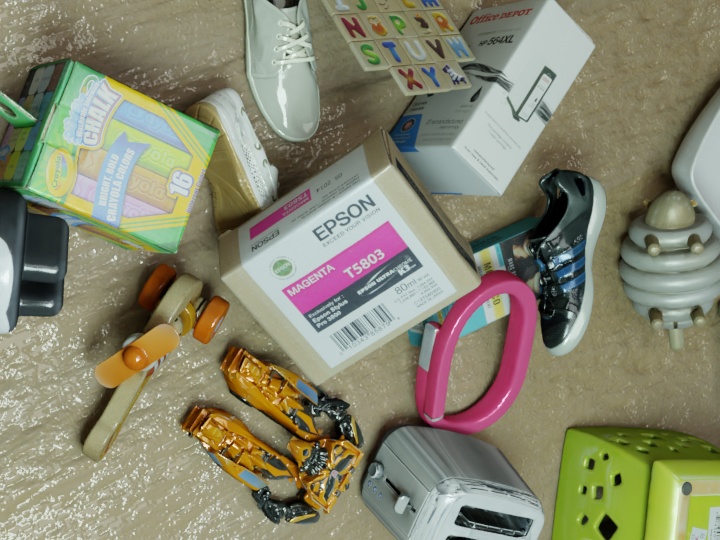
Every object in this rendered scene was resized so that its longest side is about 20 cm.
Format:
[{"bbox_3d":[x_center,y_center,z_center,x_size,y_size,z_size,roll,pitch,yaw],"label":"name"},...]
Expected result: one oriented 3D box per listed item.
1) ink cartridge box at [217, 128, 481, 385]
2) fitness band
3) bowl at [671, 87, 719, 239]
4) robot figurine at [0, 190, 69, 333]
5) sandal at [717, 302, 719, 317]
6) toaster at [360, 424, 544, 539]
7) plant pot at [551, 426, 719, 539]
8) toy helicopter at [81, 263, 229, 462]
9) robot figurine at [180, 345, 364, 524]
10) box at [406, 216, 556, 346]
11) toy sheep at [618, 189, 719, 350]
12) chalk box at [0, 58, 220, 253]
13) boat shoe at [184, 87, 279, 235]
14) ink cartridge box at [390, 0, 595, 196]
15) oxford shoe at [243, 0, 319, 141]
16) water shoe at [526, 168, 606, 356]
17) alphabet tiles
[{"bbox_3d":[-0.011,-0.009,1.300,0.199,0.075,0.165,-33,121,14],"label":"ink cartridge box"},{"bbox_3d":[0.127,0.093,1.474,0.142,0.037,0.202,-15,127,-33],"label":"fitness band"},{"bbox_3d":[0.473,-0.130,1.687,0.200,0.074,0.201,44,73,-26],"label":"bowl"},{"bbox_3d":[-0.351,-0.013,1.161,0.198,0.125,0.152,5,94,-14],"label":"robot figurine"},{"bbox_3d":[0.492,0.133,1.730,0.203,0.057,0.080,64,21,-1],"label":"sandal"},{"bbox_3d":[0.106,0.248,1.452,0.198,0.129,0.115,18,106,-31],"label":"toaster"},{"bbox_3d":[0.356,0.295,1.588,0.197,0.181,0.203,6,90,-30],"label":"plant pot"},{"bbox_3d":[-0.205,0.093,1.277,0.078,0.132,0.201,30,96,0],"label":"toy helicopter"},{"bbox_3d":[-0.079,0.174,1.388,0.200,0.058,0.146,39,76,-27],"label":"robot figurine"},{"bbox_3d":[0.136,0.012,1.510,0.199,0.049,0.083,-24,105,-27],"label":"box"},{"bbox_3d":[0.365,0.002,1.601,0.137,0.138,0.202,-15,114,-29],"label":"toy sheep"},{"bbox_3d":[-0.252,-0.108,1.227,0.199,0.124,0.125,23,82,-29],"label":"chalk box"},{"bbox_3d":[-0.108,-0.084,1.345,0.069,0.070,0.202,-45,128,-44],"label":"boat shoe"},{"bbox_3d":[0.133,-0.182,1.438,0.084,0.146,0.201,40,73,-26],"label":"ink cartridge box"},{"bbox_3d":[-0.076,-0.227,1.361,0.075,0.058,0.202,-15,103,-31],"label":"oxford shoe"},{"bbox_3d":[0.210,-0.010,1.488,0.078,0.071,0.202,15,80,-26],"label":"water shoe"},{"bbox_3d":[0.030,-0.259,1.373,0.165,0.006,0.201,-13,66,-44],"label":"alphabet tiles"}]
